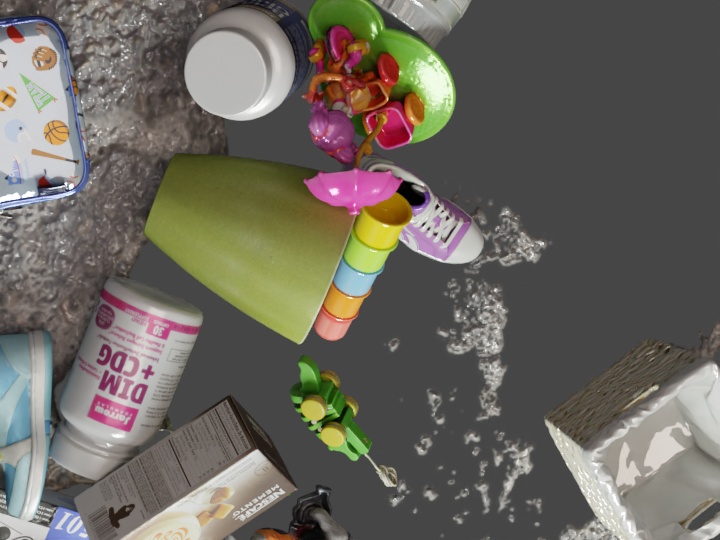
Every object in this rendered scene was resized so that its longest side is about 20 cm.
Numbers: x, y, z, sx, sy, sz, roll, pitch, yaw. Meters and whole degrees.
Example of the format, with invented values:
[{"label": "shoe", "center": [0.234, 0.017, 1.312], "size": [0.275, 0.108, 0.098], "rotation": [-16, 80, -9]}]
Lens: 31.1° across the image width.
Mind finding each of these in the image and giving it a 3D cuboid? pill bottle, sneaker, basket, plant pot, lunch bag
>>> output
[{"label": "pill bottle", "center": [-0.114, -0.214, 1.315], "size": [0.110, 0.200, 0.112], "rotation": [2, 107, 7]}, {"label": "sneaker", "center": [0.071, -0.061, 1.464], "size": [0.200, 0.114, 0.073], "rotation": [31, 89, -22]}, {"label": "sneaker", "center": [-0.394, 0.162, 1.367], "size": [0.130, 0.079, 0.202], "rotation": [3, 80, -17]}, {"label": "basket", "center": [0.360, 0.219, 1.587], "size": [0.198, 0.161, 0.201], "rotation": [-35, 110, -9]}, {"label": "plant pot", "center": [-0.123, -0.044, 1.386], "size": [0.199, 0.187, 0.188], "rotation": [22, 94, -6]}, {"label": "lunch bag", "center": [-0.365, -0.156, 1.326], "size": [0.159, 0.076, 0.202], "rotation": [-9, 102, -14]}, {"label": "pill bottle", "center": [-0.255, 0.118, 1.392], "size": [0.113, 0.113, 0.201], "rotation": [21, 94, -20]}]

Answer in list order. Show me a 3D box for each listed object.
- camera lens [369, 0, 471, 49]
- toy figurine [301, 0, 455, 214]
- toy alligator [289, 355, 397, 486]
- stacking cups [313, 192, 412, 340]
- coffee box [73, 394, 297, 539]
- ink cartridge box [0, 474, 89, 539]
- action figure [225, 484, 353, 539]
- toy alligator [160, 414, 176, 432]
[{"label": "camera lens", "center": [0.067, -0.356, 1.379], "size": [0.159, 0.160, 0.201], "rotation": [31, 91, -21]}, {"label": "toy figurine", "center": [-0.005, -0.151, 1.306], "size": [0.149, 0.185, 0.200], "rotation": [-14, 127, 30]}, {"label": "toy alligator", "center": [-0.030, 0.184, 1.514], "size": [0.054, 0.059, 0.201], "rotation": [-21, 114, 31]}, {"label": "stacking cups", "center": [0.000, 0.000, 1.434], "size": [0.060, 0.061, 0.201], "rotation": [5, 135, -19]}, {"label": "coffee box", "center": [-0.183, 0.236, 1.371], "size": [0.199, 0.080, 0.115], "rotation": [-33, 144, 0]}, {"label": "ink cartridge box", "center": [-0.361, 0.290, 1.429], "size": [0.199, 0.044, 0.095], "rotation": [23, 95, -21]}, {"label": "action figure", "center": [-0.071, 0.363, 1.500], "size": [0.192, 0.104, 0.202], "rotation": [-6, 107, -31]}, {"label": "toy alligator", "center": [-0.155, 0.213, 1.467], "size": [0.199, 0.054, 0.060], "rotation": [32, 89, -21]}]
